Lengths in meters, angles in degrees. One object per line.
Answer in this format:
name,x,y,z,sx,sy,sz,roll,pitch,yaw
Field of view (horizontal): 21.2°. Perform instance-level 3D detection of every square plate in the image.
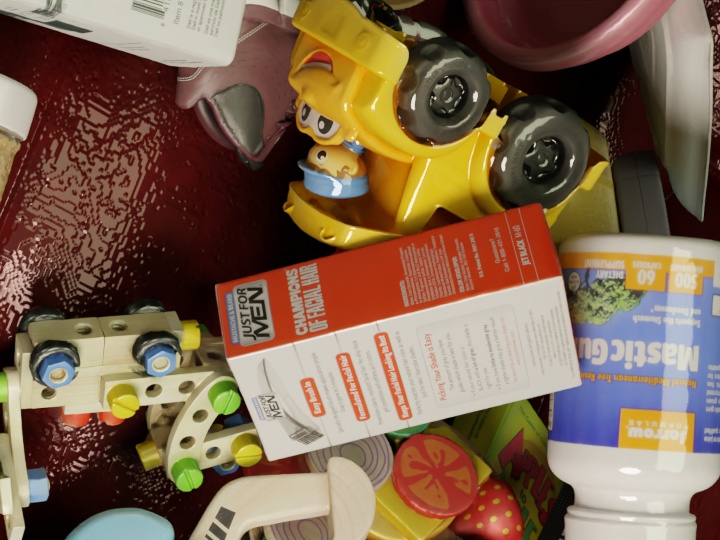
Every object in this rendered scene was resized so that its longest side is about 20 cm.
square plate,0.215,-0.168,1.371,0.198,0.028,0.201,80,2,-54

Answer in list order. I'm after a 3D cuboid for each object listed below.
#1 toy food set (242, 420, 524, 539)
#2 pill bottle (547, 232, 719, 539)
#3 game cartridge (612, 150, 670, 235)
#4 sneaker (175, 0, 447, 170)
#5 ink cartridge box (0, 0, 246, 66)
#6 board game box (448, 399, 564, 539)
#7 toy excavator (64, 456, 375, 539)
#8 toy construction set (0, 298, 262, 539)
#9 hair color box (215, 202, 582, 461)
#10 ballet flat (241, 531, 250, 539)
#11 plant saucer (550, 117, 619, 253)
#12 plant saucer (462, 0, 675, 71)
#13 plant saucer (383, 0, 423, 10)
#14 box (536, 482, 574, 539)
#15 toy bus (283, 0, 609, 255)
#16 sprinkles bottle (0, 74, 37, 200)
toy food set,0.016,0.164,1.247,0.198,0.049,0.200,43,52,8
pill bottle,0.175,0.080,1.219,0.112,0.112,0.201,6,85,-42
game cartridge,0.209,0.016,1.374,0.201,0.041,0.133,-91,165,-45
sneaker,-0.038,-0.119,1.242,0.199,0.076,0.116,7,96,-32
ink cartridge box,-0.159,-0.210,1.086,0.199,0.083,0.147,15,87,-33
board game box,0.081,0.190,1.351,0.102,0.047,0.200,54,47,-31
toy excavator,-0.108,0.179,1.144,0.194,0.100,0.201,21,67,2
toy construction set,-0.153,0.087,1.156,0.199,0.092,0.132,-15,130,-32
hair color box,0.024,0.038,1.151,0.199,0.064,0.111,-15,140,2
ballet flat,-0.052,0.201,1.280,0.200,0.067,0.067,17,64,-45
plant saucer,0.162,-0.009,1.363,0.200,0.048,0.201,-75,157,-72
plant saucer,0.158,-0.222,1.308,0.051,0.200,0.201,28,77,-40
plant saucer,0.021,-0.272,1.255,0.200,0.035,0.201,-27,124,-47
box,0.146,0.227,1.362,0.193,0.047,0.201,-57,159,-55
toy bus,0.021,-0.053,1.187,0.200,0.136,0.192,27,98,-37
sprinkles bottle,-0.241,-0.015,1.068,0.068,0.068,0.201,23,80,-41
